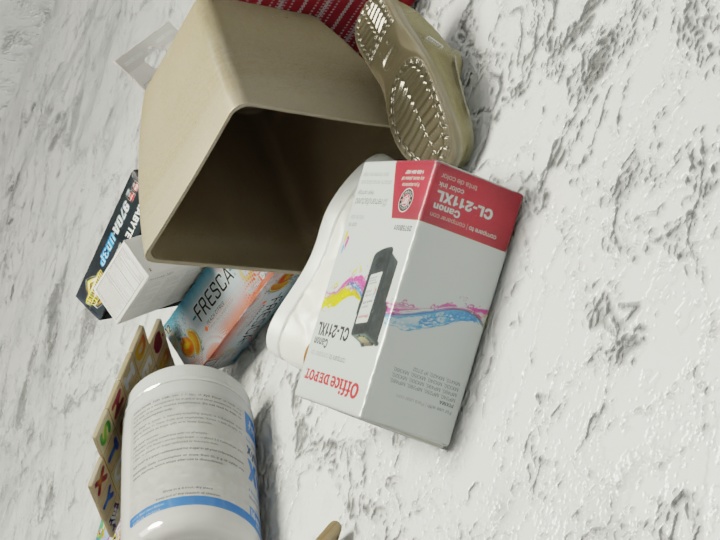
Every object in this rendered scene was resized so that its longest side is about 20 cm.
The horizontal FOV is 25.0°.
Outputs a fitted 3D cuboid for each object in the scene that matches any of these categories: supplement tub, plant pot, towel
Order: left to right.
[{"bbox_3d":[-0.160,0.202,1.518,0.132,0.131,0.201,-55,27,34],"label":"supplement tub"},{"bbox_3d":[-0.095,-0.132,1.476,0.201,0.198,0.178,-54,46,37],"label":"plant pot"},{"bbox_3d":[-0.051,-0.243,1.528,0.145,0.198,0.023,-52,43,40],"label":"towel"}]

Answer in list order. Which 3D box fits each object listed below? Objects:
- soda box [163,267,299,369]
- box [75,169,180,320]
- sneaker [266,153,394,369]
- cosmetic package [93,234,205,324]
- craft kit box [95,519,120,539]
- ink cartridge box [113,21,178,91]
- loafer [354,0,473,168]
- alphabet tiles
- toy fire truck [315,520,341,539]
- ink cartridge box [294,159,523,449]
[{"bbox_3d":[-0.123,0.023,1.628,0.069,0.063,0.200,55,134,16],"label":"soda box"},{"bbox_3d":[-0.192,-0.035,1.710,0.046,0.199,0.160,40,116,24],"label":"box"},{"bbox_3d":[0.000,0.000,1.414,0.084,0.073,0.202,26,89,33],"label":"sneaker"},{"bbox_3d":[-0.170,-0.015,1.643,0.051,0.199,0.083,54,132,14],"label":"cosmetic package"},{"bbox_3d":[-0.240,0.291,1.755,0.200,0.048,0.200,-16,61,64],"label":"craft kit box"},{"bbox_3d":[-0.159,-0.149,1.640,0.050,0.200,0.161,-46,5,26],"label":"ink cartridge box"},{"bbox_3d":[0.058,-0.161,1.379,0.076,0.068,0.202,-54,43,39],"label":"loafer"},{"bbox_3d":[-0.226,0.157,1.629,0.167,0.006,0.202,81,-158,-51],"label":"alphabet tiles"},{"bbox_3d":[-0.038,0.266,1.228,0.176,0.127,0.202,-51,39,40],"label":"toy fire truck"},{"bbox_3d":[0.035,0.023,1.263,0.145,0.082,0.202,7,78,67],"label":"ink cartridge box"}]
